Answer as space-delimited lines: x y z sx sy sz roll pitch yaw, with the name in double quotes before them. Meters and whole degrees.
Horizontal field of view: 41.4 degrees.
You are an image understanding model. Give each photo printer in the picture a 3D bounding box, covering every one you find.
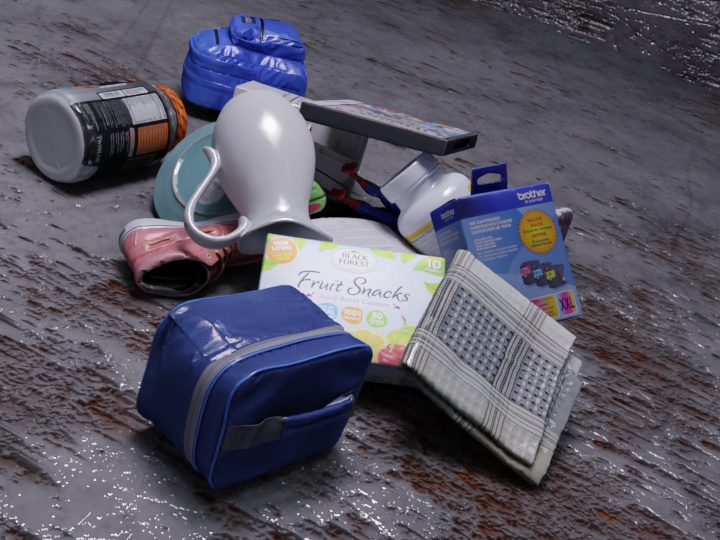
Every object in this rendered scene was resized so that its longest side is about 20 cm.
"photo printer" 0.000 0.000 1.188 0.166 0.069 0.200 -4 34 -38

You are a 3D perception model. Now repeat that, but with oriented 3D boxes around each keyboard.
"keyboard" -0.029 -0.075 1.366 0.200 0.040 0.104 2 8 -26

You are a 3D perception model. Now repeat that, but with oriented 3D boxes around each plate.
"plate" -0.175 -0.123 1.226 0.200 0.026 0.200 -5 60 9

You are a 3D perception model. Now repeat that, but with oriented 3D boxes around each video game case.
"video game case" 0.042 -0.193 1.270 0.200 0.026 0.181 17 15 16

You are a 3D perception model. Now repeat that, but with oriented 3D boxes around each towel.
"towel" 0.149 0.096 1.003 0.200 0.035 0.193 41 46 -9

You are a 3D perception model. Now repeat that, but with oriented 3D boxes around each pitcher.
"pitcher" -0.130 -0.110 1.112 0.171 0.121 0.200 2 61 -29

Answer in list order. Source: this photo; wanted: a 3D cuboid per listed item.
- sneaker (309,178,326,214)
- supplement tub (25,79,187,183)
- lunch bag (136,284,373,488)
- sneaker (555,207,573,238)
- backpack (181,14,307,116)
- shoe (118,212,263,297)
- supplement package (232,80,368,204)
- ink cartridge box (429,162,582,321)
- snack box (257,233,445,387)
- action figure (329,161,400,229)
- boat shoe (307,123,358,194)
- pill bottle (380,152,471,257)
"sneaker" -0.127 -0.127 1.296 0.200 0.077 0.084 17 36 28
"supplement tub" -0.338 -0.193 1.288 0.122 0.123 0.200 30 29 23
"lunch bag" -0.084 0.107 0.871 0.200 0.136 0.132 -11 39 -45
"sneaker" 0.251 -0.062 1.451 0.088 0.081 0.200 26 28 32
"backpack" -0.198 -0.343 1.607 0.200 0.168 0.163 6 23 -14
"shoe" -0.177 -0.015 1.119 0.200 0.072 0.091 -2 37 -28
"supplement package" -0.095 -0.192 1.412 0.200 0.121 0.120 17 16 1
"ink cartridge box" 0.170 -0.024 1.142 0.136 0.200 0.076 -12 -7 -23
"snack box" -0.013 0.043 1.029 0.200 0.053 0.142 8 58 -4
"action figure" 0.064 -0.072 1.299 0.200 0.065 0.099 32 -12 -34
"boat shoe" -0.094 -0.179 1.323 0.200 0.070 0.071 31 -3 -2
"pill bottle" 0.120 -0.054 1.228 0.200 0.112 0.112 50 28 -6
